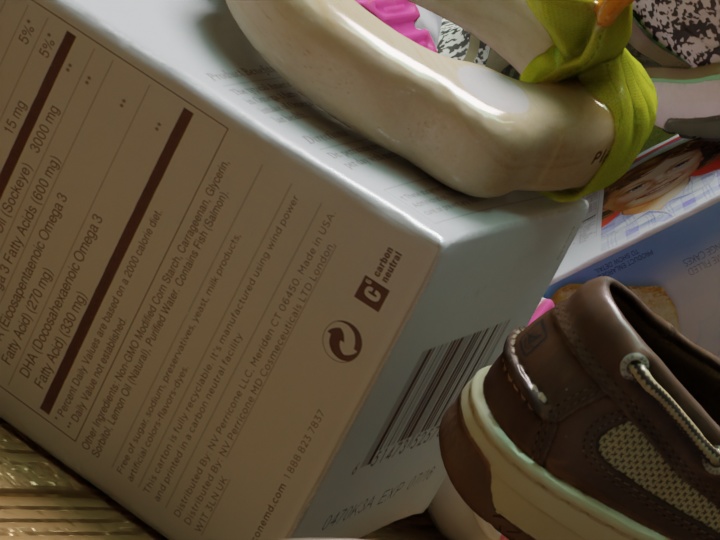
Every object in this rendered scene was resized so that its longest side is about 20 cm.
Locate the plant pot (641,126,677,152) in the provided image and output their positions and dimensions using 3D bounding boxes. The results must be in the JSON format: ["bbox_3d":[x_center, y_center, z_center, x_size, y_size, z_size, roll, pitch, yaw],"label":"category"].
[{"bbox_3d":[0.095,-0.099,1.047,0.193,0.200,0.200,-4,18,-7],"label":"plant pot"}]

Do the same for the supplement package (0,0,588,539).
[{"bbox_3d":[-0.058,-0.017,0.686,0.200,0.117,0.117,34,20,18],"label":"supplement package"}]

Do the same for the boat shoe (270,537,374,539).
[{"bbox_3d":[0.039,0.113,0.527,0.200,0.068,0.072,12,54,-7],"label":"boat shoe"}]

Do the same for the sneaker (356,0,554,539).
[{"bbox_3d":[0.000,0.000,0.774,0.081,0.088,0.200,-22,90,-63],"label":"sneaker"}]

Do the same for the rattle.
[{"bbox_3d":[0.011,-0.120,0.662,0.130,0.143,0.200,-21,55,-34],"label":"rattle"}]

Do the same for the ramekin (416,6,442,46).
[{"bbox_3d":[-0.061,-0.103,0.893,0.105,0.200,0.200,31,7,-46],"label":"ramekin"}]

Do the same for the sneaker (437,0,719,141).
[{"bbox_3d":[0.089,-0.102,0.861,0.200,0.089,0.077,3,29,42],"label":"sneaker"}]

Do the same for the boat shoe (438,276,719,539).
[{"bbox_3d":[0.122,0.067,0.603,0.202,0.075,0.075,27,24,-20],"label":"boat shoe"}]

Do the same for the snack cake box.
[{"bbox_3d":[0.119,-0.003,0.845,0.067,0.200,0.115,60,14,-10],"label":"snack cake box"}]
